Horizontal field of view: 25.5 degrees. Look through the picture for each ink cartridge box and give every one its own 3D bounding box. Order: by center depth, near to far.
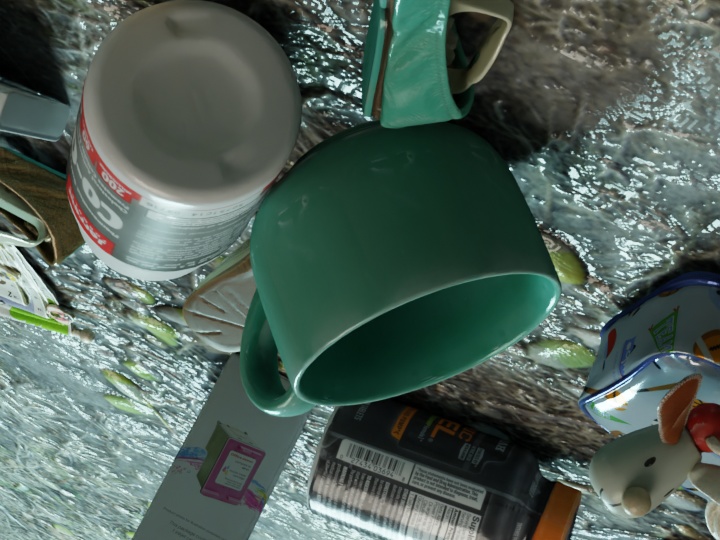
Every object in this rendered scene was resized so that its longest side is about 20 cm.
[{"bbox_3d":[-0.121,0.187,1.328,0.085,0.200,0.145,28,155,1],"label":"ink cartridge box"}]

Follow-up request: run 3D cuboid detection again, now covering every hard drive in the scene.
[{"bbox_3d":[-0.291,-0.128,0.983,0.200,0.027,0.132,20,-177,5],"label":"hard drive"}]

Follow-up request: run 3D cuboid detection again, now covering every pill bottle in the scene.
[{"bbox_3d":[-0.107,-0.063,0.901,0.114,0.114,0.200,27,160,-6],"label":"pill bottle"},{"bbox_3d":[0.067,0.171,1.231,0.200,0.106,0.106,19,155,12],"label":"pill bottle"}]

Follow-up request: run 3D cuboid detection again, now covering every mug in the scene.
[{"bbox_3d":[0.003,-0.005,0.861,0.185,0.115,0.152,-22,159,2],"label":"mug"}]

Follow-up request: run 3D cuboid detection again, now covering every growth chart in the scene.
[{"bbox_3d":[-0.323,-0.008,1.338,0.144,0.018,0.200,10,151,30],"label":"growth chart"}]

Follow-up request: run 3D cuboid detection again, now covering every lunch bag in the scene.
[{"bbox_3d":[0.240,0.083,0.936,0.200,0.076,0.160,28,152,-7],"label":"lunch bag"}]

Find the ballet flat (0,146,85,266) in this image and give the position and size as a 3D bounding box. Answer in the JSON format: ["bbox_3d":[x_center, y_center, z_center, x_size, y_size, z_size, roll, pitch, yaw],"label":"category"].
[{"bbox_3d":[-0.276,-0.067,1.107,0.200,0.072,0.068,34,155,-20],"label":"ballet flat"}]

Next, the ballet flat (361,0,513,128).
[{"bbox_3d":[0.036,-0.131,0.720,0.070,0.068,0.200,-2,154,-1],"label":"ballet flat"}]

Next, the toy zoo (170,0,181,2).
[{"bbox_3d":[-0.151,-0.203,0.779,0.131,0.020,0.200,-3,144,45],"label":"toy zoo"}]

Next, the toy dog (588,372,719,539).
[{"bbox_3d":[0.215,0.082,0.816,0.132,0.096,0.200,32,113,-7],"label":"toy dog"}]

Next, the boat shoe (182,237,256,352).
[{"bbox_3d":[-0.031,-0.012,1.007,0.200,0.065,0.072,-29,111,39],"label":"boat shoe"}]
